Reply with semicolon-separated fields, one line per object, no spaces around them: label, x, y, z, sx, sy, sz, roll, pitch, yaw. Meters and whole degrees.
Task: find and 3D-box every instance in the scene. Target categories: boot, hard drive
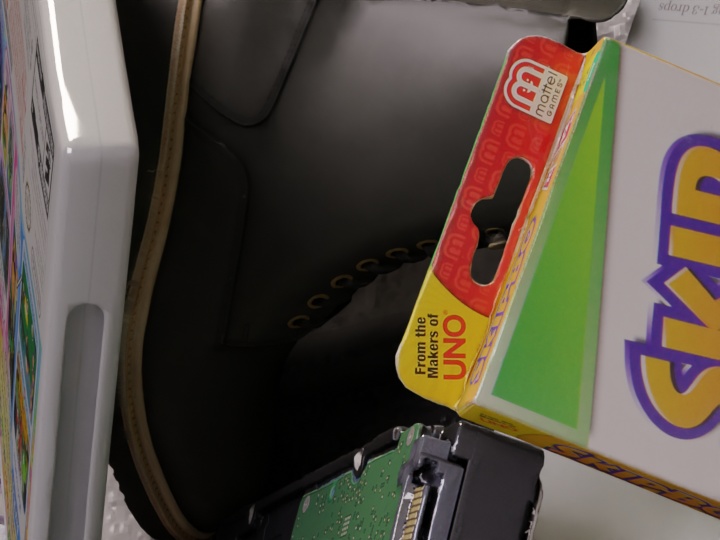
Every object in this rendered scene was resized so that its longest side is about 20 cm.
boot;0.000;0.000;0.855;0.138;0.201;0.078;11;33;15
hard drive;-0.013;0.122;0.785;0.200;0.038;0.140;142;144;-68

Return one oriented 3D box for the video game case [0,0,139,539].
video game case;-0.088;-0.016;0.856;0.200;0.024;0.183;-104;18;-52

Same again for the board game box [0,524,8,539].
board game box;-0.165;0.157;0.854;0.041;0.199;0.200;116;168;-62

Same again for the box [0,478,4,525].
box;-0.206;0.064;0.941;0.039;0.199;0.042;-95;20;-44

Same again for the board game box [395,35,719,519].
board game box;0.115;0.019;0.720;0.030;0.199;0.096;127;165;-77

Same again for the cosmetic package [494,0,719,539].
cosmetic package;0.113;-0.003;0.797;0.101;0.071;0.201;9;73;40
